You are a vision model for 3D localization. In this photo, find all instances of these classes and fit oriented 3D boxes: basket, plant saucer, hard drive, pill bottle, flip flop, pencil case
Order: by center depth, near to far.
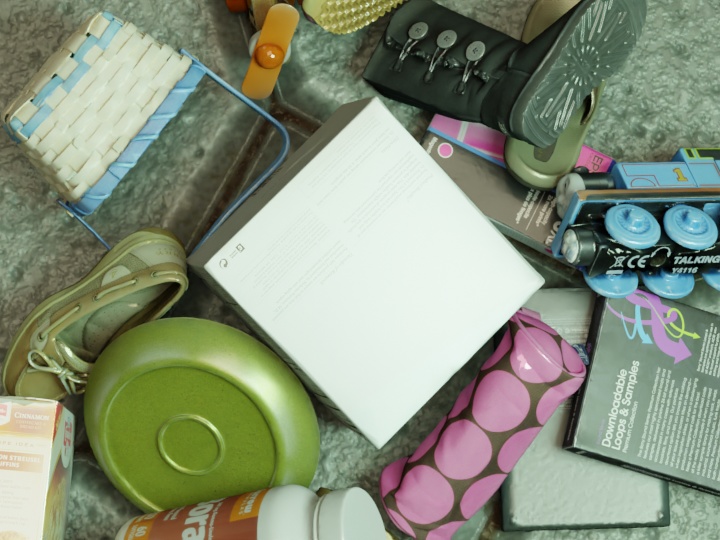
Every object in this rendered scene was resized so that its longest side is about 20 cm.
[{"bbox_3d":[-0.085,0.229,1.633,0.199,0.112,0.113,-15,81,21],"label":"pill bottle"},{"bbox_3d":[-0.132,0.133,1.679,0.199,0.031,0.201,6,117,11],"label":"plant saucer"},{"bbox_3d":[0.095,0.125,1.685,0.091,0.094,0.200,28,109,-36],"label":"pencil case"},{"bbox_3d":[-0.179,-0.108,1.722,0.200,0.139,0.176,43,83,-9],"label":"basket"},{"bbox_3d":[0.182,0.115,1.742,0.139,0.033,0.201,-1,81,-1],"label":"hard drive"},{"bbox_3d":[0.166,-0.158,1.752,0.081,0.058,0.201,17,58,1],"label":"flip flop"}]

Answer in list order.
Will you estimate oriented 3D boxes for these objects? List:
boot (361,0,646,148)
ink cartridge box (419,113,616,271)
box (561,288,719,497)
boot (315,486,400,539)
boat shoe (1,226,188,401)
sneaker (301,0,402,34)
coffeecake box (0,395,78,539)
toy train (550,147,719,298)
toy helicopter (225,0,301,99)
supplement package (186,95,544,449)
[{"bbox_3d":[0.116,-0.189,1.729,0.165,0.200,0.066,-48,129,-17],"label":"boot"},{"bbox_3d":[0.144,-0.074,1.772,0.199,0.037,0.095,27,81,1],"label":"ink cartridge box"},{"bbox_3d":[0.274,0.105,1.718,0.199,0.036,0.144,18,76,-12],"label":"box"},{"bbox_3d":[0.000,0.292,1.692,0.200,0.072,0.155,37,82,12],"label":"boot"},{"bbox_3d":[-0.215,0.050,1.697,0.200,0.063,0.073,-39,126,16],"label":"boat shoe"},{"bbox_3d":[0.001,-0.264,1.748,0.090,0.075,0.200,45,42,14],"label":"sneaker"},{"bbox_3d":[-0.276,0.206,1.661,0.073,0.154,0.201,5,81,-1],"label":"coffeecake box"},{"bbox_3d":[0.247,-0.040,1.705,0.199,0.087,0.114,-2,47,-20],"label":"toy train"},{"bbox_3d":[-0.082,-0.226,1.707,0.079,0.200,0.133,-4,71,6],"label":"toy helicopter"},{"bbox_3d":[0.000,0.000,1.679,0.191,0.147,0.200,-44,99,-6],"label":"supplement package"}]
